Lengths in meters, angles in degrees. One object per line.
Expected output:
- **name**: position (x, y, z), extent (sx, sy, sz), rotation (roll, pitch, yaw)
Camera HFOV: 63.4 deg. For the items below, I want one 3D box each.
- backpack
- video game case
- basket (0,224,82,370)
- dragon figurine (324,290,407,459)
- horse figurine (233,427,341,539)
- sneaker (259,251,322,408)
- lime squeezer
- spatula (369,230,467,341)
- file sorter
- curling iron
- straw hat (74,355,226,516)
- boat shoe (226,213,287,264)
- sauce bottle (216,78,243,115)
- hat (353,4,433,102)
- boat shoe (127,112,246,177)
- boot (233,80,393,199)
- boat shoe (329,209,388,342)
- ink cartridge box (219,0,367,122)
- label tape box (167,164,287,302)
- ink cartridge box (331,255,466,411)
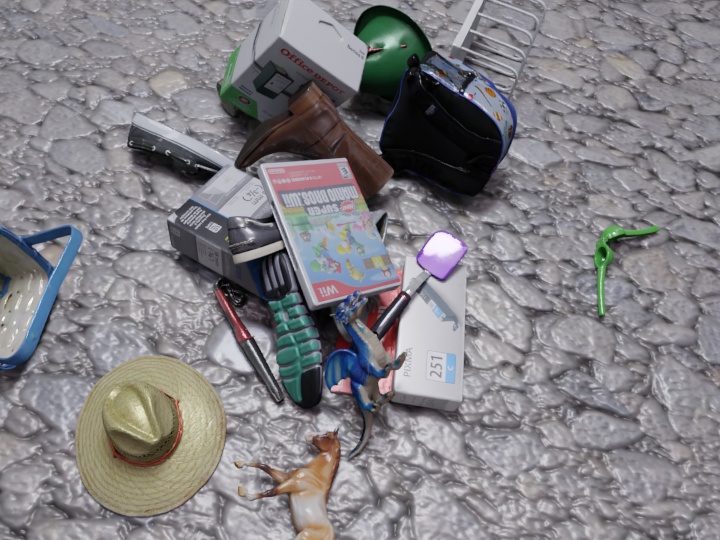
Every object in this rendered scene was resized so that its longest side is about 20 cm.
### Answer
- **backpack**: position (0.142, -0.219, 0.907), extent (0.189, 0.202, 0.154), rotation (38, 54, 11)
- **video game case**: position (-0.040, -0.056, 0.766), extent (0.140, 0.017, 0.204), rotation (-11, 70, -36)
- **basket**: position (-0.446, 0.029, 0.727), extent (0.195, 0.139, 0.180), rotation (-6, 55, 29)
- **dragon figurine**: position (-0.005, 0.124, 0.722), extent (0.098, 0.205, 0.058), rotation (27, 29, 26)
- **horse figurine**: position (-0.074, 0.285, 0.666), extent (0.129, 0.050, 0.204), rotation (4, 50, -22)
- **sneaker**: position (-0.068, 0.073, 0.774), extent (0.087, 0.073, 0.206), rotation (-8, 85, -55)
- **lime squeezer**: position (0.388, -0.022, 0.895), extent (0.071, 0.037, 0.200), rotation (49, 63, -13)
- **spatula**: position (0.071, 0.023, 0.796), extent (0.056, 0.021, 0.200), rotation (36, 66, 15)
- **file sorter**: position (0.229, -0.377, 1.020), extent (0.122, 0.140, 0.203), rotation (24, 61, 6)
- **curling iron**: position (-0.149, 0.087, 0.793), extent (0.049, 0.026, 0.203), rotation (-21, 64, -18)
- **straw hat**: position (-0.263, 0.180, 0.698), extent (0.195, 0.086, 0.206), rotation (2, 60, -3)
- **boat shoe**: position (-0.094, -0.069, 0.785), extent (0.198, 0.072, 0.064), rotation (-27, 101, -41)
- **sauce bottle**: position (-0.153, -0.338, 1.013), extent (0.198, 0.065, 0.065), rotation (-34, 67, -23)
- **hat**: position (-0.003, -0.314, 0.938), extent (0.198, 0.168, 0.176), rotation (31, 54, 23)
- **boat shoe**: position (-0.275, -0.182, 0.921), extent (0.196, 0.069, 0.058), rotation (26, 96, 3)
- **boot**: position (-0.068, -0.155, 0.889), extent (0.184, 0.200, 0.065), rotation (-32, 32, 26)
- **boat shoe**: position (0.001, 0.000, 0.807), extent (0.063, 0.075, 0.206), rotation (-11, 48, 25)
- **ink cartridge box**: position (-0.104, -0.301, 0.884), extent (0.144, 0.198, 0.086), rotation (25, 66, -31)
- **label tape box**: position (-0.151, -0.053, 0.836), extent (0.196, 0.064, 0.145), rotation (27, 51, 11)
- **ink cartridge box**: position (0.056, 0.077, 0.803), extent (0.171, 0.045, 0.205), rotation (8, 60, 0)
